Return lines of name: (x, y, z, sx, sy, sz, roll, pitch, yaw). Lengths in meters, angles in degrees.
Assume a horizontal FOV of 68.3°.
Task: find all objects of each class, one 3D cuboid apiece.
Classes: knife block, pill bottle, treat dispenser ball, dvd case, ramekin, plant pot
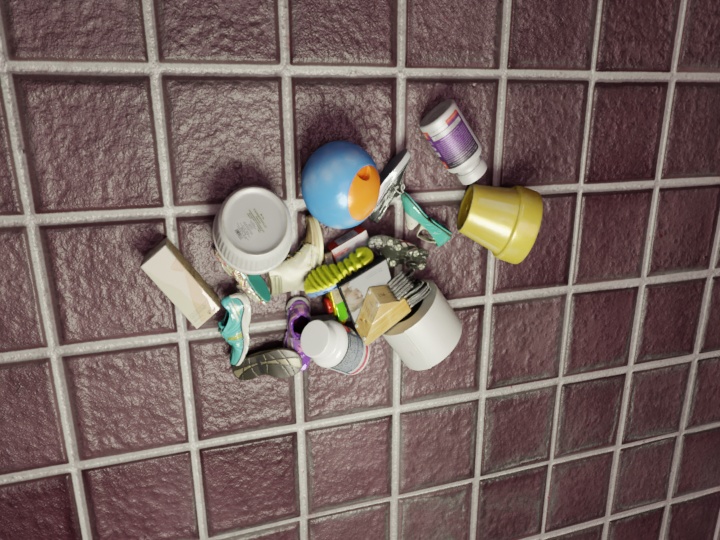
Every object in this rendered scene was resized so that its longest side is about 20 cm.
knife block: (0.090, 0.093, 1.393, 0.170, 0.065, 0.205, -5, 132, -33)
pill bottle: (0.250, -0.331, 1.393, 0.111, 0.111, 0.201, -41, 113, -2)
treat dispenser ball: (-0.048, -0.206, 1.285, 0.193, 0.201, 0.210, -5, 107, -16)
pill bottle: (-0.067, 0.198, 1.392, 0.121, 0.119, 0.199, -53, 146, 2)
dvd case: (0.022, 0.062, 1.377, 0.140, 0.018, 0.203, -31, 142, -9)
ramekin: (-0.251, -0.101, 1.258, 0.192, 0.105, 0.209, 3, 78, -15)
plant pot: (0.369, -0.142, 1.451, 0.182, 0.201, 0.208, 15, 101, -4)

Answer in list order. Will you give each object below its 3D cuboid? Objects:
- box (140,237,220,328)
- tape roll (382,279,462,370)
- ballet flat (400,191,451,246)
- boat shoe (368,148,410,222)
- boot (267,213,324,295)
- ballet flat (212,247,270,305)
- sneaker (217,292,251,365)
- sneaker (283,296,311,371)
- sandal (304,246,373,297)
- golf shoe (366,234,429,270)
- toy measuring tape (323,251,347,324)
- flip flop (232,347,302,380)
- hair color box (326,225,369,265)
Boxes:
box: (-0.433, 0.030, 1.286, 0.077, 0.095, 0.202, -37, 114, -4)
tape roll: (0.162, 0.147, 1.452, 0.202, 0.203, 0.140, -42, 114, -2)
ballet flat: (0.166, -0.129, 1.447, 0.198, 0.068, 0.071, 37, 103, -25)
boat shoe: (0.080, -0.218, 1.391, 0.067, 0.074, 0.203, 31, 96, -22)
boot: (-0.171, -0.038, 1.362, 0.148, 0.072, 0.208, -6, 109, -16)
ballet flat: (-0.301, 0.007, 1.345, 0.062, 0.076, 0.204, -22, 110, 24)
sneaker: (-0.325, 0.149, 1.350, 0.077, 0.078, 0.207, -5, 118, -26)
sneaker: (-0.163, 0.180, 1.418, 0.077, 0.088, 0.209, -4, 108, -17)
sandal: (-0.049, 0.022, 1.349, 0.193, 0.081, 0.089, -22, 136, -5)
golf shoe: (0.090, -0.052, 1.420, 0.194, 0.088, 0.079, 16, 106, -31)
toy measuring tape: (-0.074, 0.048, 1.421, 0.071, 0.073, 0.208, -16, 105, -12)
flip flop: (-0.247, 0.247, 1.418, 0.192, 0.058, 0.084, -12, 103, 11)
hair color box: (0.000, 0.000, 1.433, 0.108, 0.064, 0.205, -29, 113, -9)
